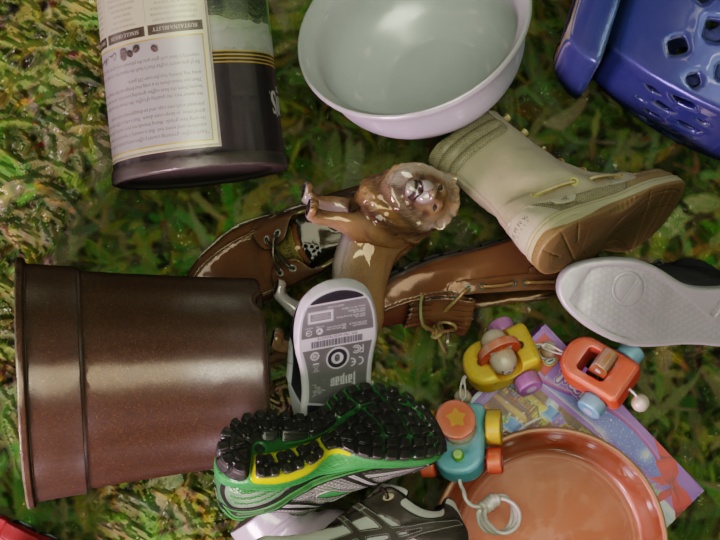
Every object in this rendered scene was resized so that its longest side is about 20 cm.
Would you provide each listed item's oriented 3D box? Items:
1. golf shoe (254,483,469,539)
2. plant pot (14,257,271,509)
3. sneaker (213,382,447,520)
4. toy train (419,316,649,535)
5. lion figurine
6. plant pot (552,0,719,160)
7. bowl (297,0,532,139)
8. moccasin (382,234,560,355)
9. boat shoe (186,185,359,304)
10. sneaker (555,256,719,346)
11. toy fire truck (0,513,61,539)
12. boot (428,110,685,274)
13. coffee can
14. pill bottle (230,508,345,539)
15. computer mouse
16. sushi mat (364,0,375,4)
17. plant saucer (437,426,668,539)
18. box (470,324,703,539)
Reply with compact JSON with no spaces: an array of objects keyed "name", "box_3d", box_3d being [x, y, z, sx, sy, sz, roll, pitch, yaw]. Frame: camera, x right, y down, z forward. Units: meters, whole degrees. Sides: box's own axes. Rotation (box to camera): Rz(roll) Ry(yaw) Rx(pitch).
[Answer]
[{"name":"golf shoe","box_3d":[-0.004,0.215,1.590,0.199,0.078,0.095,9,61,-25]},{"name":"plant pot","box_3d":[-0.175,0.084,1.620,0.197,0.200,0.202,-4,87,-8]},{"name":"sneaker","box_3d":[-0.026,0.146,1.581,0.199,0.085,0.078,-7,51,-22]},{"name":"toy train","box_3d":[0.135,0.110,1.644,0.150,0.056,0.200,35,74,25]},{"name":"lion figurine","box_3d":[0.000,0.000,1.641,0.122,0.073,0.201,15,105,-14]},{"name":"plant pot","box_3d":[0.269,-0.220,1.671,0.179,0.200,0.201,18,86,3]},{"name":"bowl","box_3d":[0.055,-0.180,1.681,0.200,0.091,0.202,-10,53,13]},{"name":"moccasin","box_3d":[0.080,0.026,1.705,0.200,0.074,0.078,-16,79,-14]},{"name":"boat shoe","box_3d":[-0.061,-0.022,1.694,0.199,0.068,0.072,-29,91,-4]},{"name":"sneaker","box_3d":[0.242,0.022,1.693,0.199,0.099,0.071,8,98,-19]},{"name":"toy fire truck","box_3d":[-0.281,0.235,1.627,0.199,0.141,0.049,25,85,-3]},{"name":"boot","box_3d":[0.169,-0.078,1.706,0.199,0.073,0.155,-20,50,-40]},{"name":"coffee can","box_3d":[-0.143,-0.176,1.657,0.145,0.146,0.201,-6,87,-5]},{"name":"pill bottle","box_3d":[-0.022,0.276,1.661,0.111,0.111,0.200,-37,90,-5]},{"name":"computer mouse","box_3d":[-0.023,0.090,1.612,0.109,0.044,0.201,-8,118,-18]},{"name":"sushi mat","box_3d":[-0.059,-0.312,1.738,0.199,0.012,0.096,24,86,-3]},{"name":"plant saucer","box_3d":[0.157,0.231,1.677,0.199,0.032,0.202,0,87,-3]},{"name":"box","box_3d":[0.176,0.164,1.717,0.137,0.039,0.200,-44,90,-4]}]
